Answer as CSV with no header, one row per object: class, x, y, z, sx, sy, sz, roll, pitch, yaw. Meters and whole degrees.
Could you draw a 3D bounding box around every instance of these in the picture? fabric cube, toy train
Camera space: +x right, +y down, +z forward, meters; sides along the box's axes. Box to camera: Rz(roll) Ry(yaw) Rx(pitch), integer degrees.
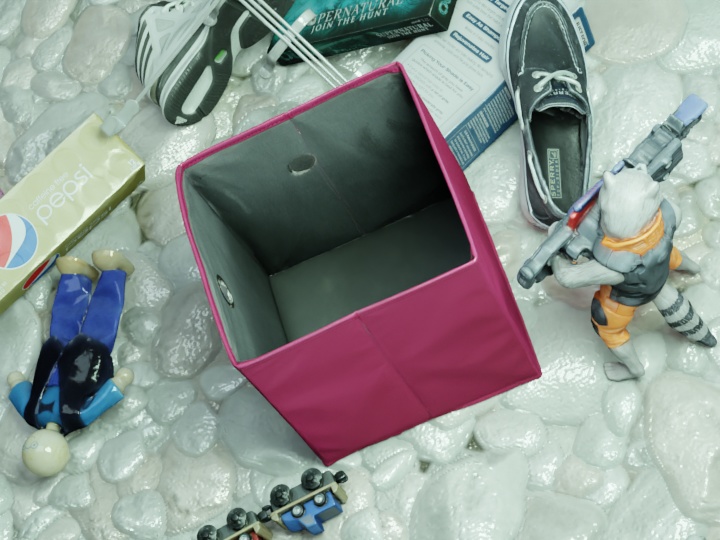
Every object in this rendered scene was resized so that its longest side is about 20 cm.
fabric cube,0.000,0.000,1.376,0.200,0.199,0.196,-24,58,7
toy train,-0.095,0.214,1.394,0.200,0.034,0.046,-29,60,4

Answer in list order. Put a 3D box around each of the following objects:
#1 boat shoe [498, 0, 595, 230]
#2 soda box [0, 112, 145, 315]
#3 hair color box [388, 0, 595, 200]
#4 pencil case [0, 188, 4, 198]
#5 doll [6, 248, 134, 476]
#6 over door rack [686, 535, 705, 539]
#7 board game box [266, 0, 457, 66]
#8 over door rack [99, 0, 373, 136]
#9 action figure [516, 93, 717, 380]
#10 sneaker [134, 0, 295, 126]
boat shoe,0.154,-0.134,1.428,0.072,0.068,0.200,0,82,-8
soda box,-0.281,-0.044,1.567,0.068,0.064,0.200,45,79,3
hair color box,0.093,-0.165,1.513,0.200,0.061,0.100,-44,56,-6
pencil case,-0.396,-0.089,1.650,0.087,0.087,0.200,-42,56,-4
doll,-0.249,0.083,1.516,0.136,0.048,0.200,-9,58,29
over door rack,0.289,0.268,1.188,0.148,0.067,0.200,-4,61,20
board game box,0.012,-0.257,1.574,0.200,0.028,0.135,-6,58,43
over door rack,-0.105,-0.149,1.532,0.148,0.067,0.200,43,104,0
action figure,0.219,-0.025,1.308,0.105,0.193,0.200,36,80,32
sneaker,-0.142,-0.241,1.618,0.201,0.076,0.115,-52,53,11
